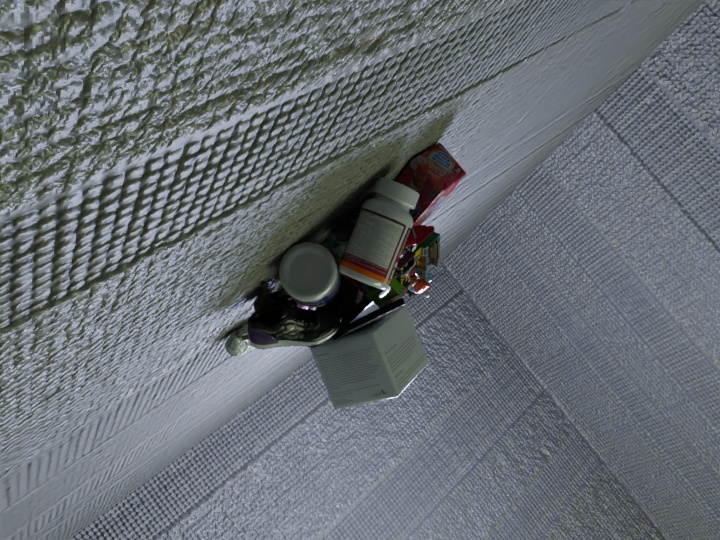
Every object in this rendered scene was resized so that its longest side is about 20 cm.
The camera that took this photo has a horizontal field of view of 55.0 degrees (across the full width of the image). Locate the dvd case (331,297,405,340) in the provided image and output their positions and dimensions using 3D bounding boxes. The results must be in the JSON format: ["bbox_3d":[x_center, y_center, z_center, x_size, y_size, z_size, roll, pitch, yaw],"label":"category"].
[{"bbox_3d":[0.012,0.110,1.521,0.141,0.018,0.200,-25,175,-14],"label":"dvd case"}]

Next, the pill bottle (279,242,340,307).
[{"bbox_3d":[-0.099,0.015,1.425,0.115,0.116,0.200,-39,172,-3],"label":"pill bottle"}]

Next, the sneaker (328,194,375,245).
[{"bbox_3d":[0.017,-0.114,1.446,0.198,0.077,0.092,-22,125,-32],"label":"sneaker"}]

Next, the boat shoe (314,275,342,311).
[{"bbox_3d":[-0.042,0.041,1.667,0.201,0.069,0.071,-61,-179,20],"label":"boat shoe"}]

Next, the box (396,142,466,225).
[{"bbox_3d":[0.130,-0.172,1.515,0.099,0.096,0.200,-36,172,-36],"label":"box"}]

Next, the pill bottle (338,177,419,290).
[{"bbox_3d":[0.039,-0.073,1.362,0.110,0.108,0.202,18,93,-81],"label":"pill bottle"}]

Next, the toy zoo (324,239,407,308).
[{"bbox_3d":[0.000,0.000,1.520,0.021,0.200,0.131,-52,-172,-25],"label":"toy zoo"}]

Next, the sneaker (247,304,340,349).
[{"bbox_3d":[-0.137,0.110,1.446,0.197,0.076,0.088,-10,142,-12],"label":"sneaker"}]

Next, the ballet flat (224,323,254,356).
[{"bbox_3d":[-0.244,0.144,1.674,0.199,0.072,0.072,-31,169,-49],"label":"ballet flat"}]

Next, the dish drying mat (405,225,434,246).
[{"bbox_3d":[0.066,-0.074,1.516,0.199,0.018,0.077,0,-146,47],"label":"dish drying mat"}]

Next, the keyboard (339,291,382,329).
[{"bbox_3d":[0.020,0.068,1.648,0.200,0.021,0.127,-42,169,-34],"label":"keyboard"}]

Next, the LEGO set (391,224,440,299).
[{"bbox_3d":[0.097,-0.025,1.609,0.200,0.152,0.117,-49,149,-36],"label":"LEGO set"}]

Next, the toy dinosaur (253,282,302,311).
[{"bbox_3d":[-0.186,0.078,1.493,0.101,0.078,0.200,-24,167,9],"label":"toy dinosaur"}]

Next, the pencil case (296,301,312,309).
[{"bbox_3d":[-0.144,0.073,1.657,0.200,0.090,0.095,120,-13,-63],"label":"pencil case"}]

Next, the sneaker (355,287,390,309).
[{"bbox_3d":[0.003,0.070,1.783,0.200,0.071,0.093,-41,178,37],"label":"sneaker"}]

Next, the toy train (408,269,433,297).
[{"bbox_3d":[0.095,0.028,1.791,0.055,0.152,0.200,-1,155,-41],"label":"toy train"}]

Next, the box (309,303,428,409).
[{"bbox_3d":[0.024,0.208,1.694,0.198,0.173,0.199,-17,-172,32],"label":"box"}]

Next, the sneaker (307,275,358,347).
[{"bbox_3d":[-0.070,0.097,1.590,0.201,0.075,0.091,-58,177,2],"label":"sneaker"}]
